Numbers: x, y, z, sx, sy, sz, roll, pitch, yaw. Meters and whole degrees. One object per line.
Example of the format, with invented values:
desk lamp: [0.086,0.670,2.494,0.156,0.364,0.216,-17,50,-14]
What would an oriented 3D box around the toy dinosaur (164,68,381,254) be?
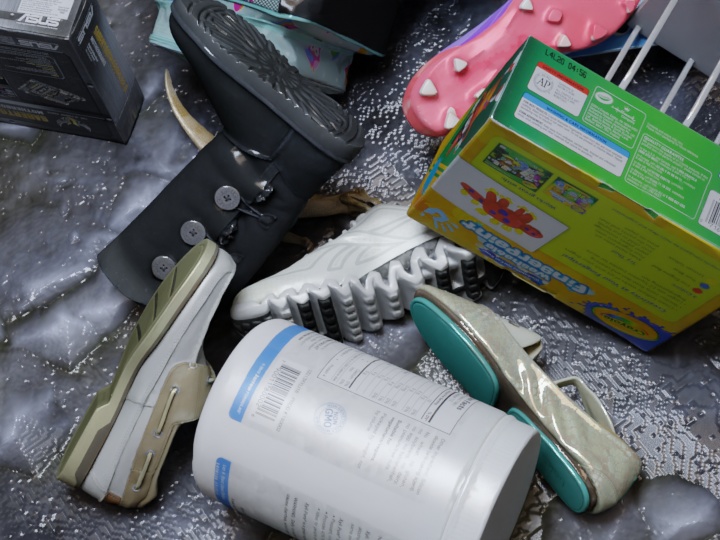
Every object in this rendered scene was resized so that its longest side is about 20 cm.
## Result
toy dinosaur: [-0.086,-0.065,1.174,0.200,0.058,0.101,29,57,11]

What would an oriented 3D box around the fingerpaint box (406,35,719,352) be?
fingerpaint box: [0.153,-0.045,1.023,0.200,0.167,0.073,29,65,-5]

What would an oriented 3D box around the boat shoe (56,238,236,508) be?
boat shoe: [-0.133,0.073,1.072,0.068,0.075,0.200,29,105,-12]

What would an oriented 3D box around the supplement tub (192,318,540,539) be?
supplement tub: [0.003,0.125,1.022,0.200,0.132,0.132,23,70,16]

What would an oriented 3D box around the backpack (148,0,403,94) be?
backpack: [-0.083,-0.219,1.168,0.200,0.176,0.154,27,102,23]

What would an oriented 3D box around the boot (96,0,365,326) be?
boot: [-0.118,-0.070,1.088,0.165,0.066,0.200,42,116,-1]

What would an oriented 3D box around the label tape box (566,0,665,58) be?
label tape box: [0.186,-0.243,1.206,0.143,0.066,0.201,-9,69,4]

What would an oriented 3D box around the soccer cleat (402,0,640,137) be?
soccer cleat: [0.114,-0.165,1.123,0.200,0.076,0.067,-37,101,-7]

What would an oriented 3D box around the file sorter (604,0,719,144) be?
file sorter: [0.264,-0.100,1.059,0.200,0.139,0.125,31,77,-1]

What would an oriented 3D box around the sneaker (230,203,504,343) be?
sneaker: [0.000,0.000,1.119,0.199,0.075,0.081,-16,56,-9]

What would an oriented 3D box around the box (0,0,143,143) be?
box: [-0.280,-0.168,1.181,0.199,0.158,0.048,11,69,13]

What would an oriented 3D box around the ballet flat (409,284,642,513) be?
ballet flat: [0.115,0.080,1.072,0.062,0.067,0.200,-32,73,-23]
